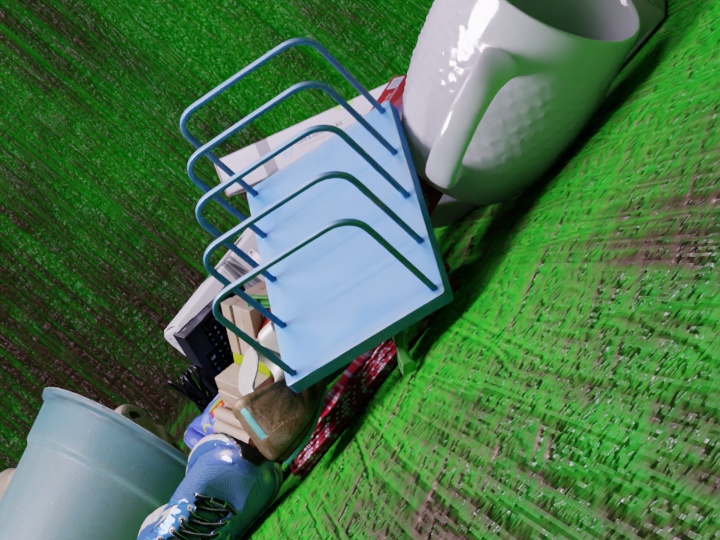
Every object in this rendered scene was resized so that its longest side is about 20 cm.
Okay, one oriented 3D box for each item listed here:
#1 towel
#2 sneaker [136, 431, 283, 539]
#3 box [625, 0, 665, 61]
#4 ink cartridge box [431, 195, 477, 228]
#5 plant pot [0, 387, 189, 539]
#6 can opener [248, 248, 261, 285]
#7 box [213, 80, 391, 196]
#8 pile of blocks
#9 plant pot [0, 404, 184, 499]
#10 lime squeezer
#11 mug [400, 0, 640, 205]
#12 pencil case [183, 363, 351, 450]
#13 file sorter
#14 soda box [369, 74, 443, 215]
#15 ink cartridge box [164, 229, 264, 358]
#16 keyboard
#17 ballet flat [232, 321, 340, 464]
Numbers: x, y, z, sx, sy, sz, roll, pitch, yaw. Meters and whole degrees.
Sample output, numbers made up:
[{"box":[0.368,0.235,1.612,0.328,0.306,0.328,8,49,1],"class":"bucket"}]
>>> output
[{"box":[0.004,0.074,1.454,0.200,0.022,0.145,-51,4,-2],"class":"towel"},{"box":[-0.124,0.205,1.422,0.200,0.078,0.089,-55,11,39],"class":"sneaker"},{"box":[0.210,-0.226,1.554,0.082,0.068,0.200,-48,5,21],"class":"box"},{"box":[0.007,-0.056,1.635,0.199,0.047,0.160,-11,-6,-16],"class":"ink cartridge box"},{"box":[-0.255,0.242,1.681,0.197,0.200,0.200,-60,7,-18],"class":"plant pot"},{"box":[-0.061,0.034,1.650,0.066,0.053,0.200,-47,-26,0],"class":"can opener"},{"box":[-0.023,-0.133,1.770,0.199,0.041,0.156,-21,2,23],"class":"box"},{"box":[-0.074,0.109,1.481,0.062,0.082,0.201,18,102,44],"class":"pile of blocks"},{"box":[-0.270,0.243,1.886,0.183,0.201,0.200,-38,7,10],"class":"plant pot"},{"box":[-0.002,0.041,1.371,0.071,0.038,0.200,-35,33,-26],"class":"lime squeezer"},{"box":[0.099,-0.133,1.367,0.176,0.147,0.200,-63,-7,33],"class":"mug"},{"box":[-0.068,0.101,1.578,0.200,0.078,0.087,-50,10,6],"class":"pencil case"},{"box":[-0.042,-0.045,1.323,0.139,0.123,0.200,-32,46,19],"class":"file sorter"},{"box":[0.032,-0.087,1.492,0.063,0.070,0.200,-6,30,28],"class":"soda box"},{"box":[-0.077,0.030,1.816,0.200,0.146,0.084,-52,7,-14],"class":"ink cartridge box"},{"box":[-0.105,0.104,1.642,0.104,0.040,0.200,-44,-38,-13],"class":"keyboard"},{"box":[-0.054,0.077,1.393,0.068,0.072,0.200,-49,4,26],"class":"ballet flat"}]
